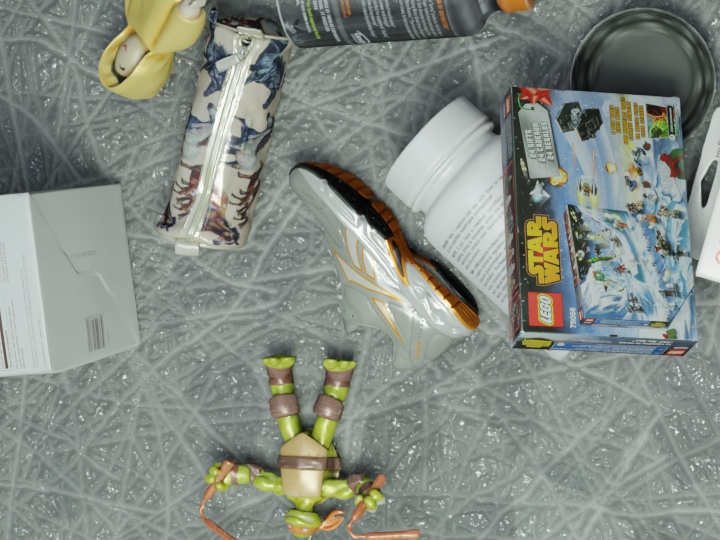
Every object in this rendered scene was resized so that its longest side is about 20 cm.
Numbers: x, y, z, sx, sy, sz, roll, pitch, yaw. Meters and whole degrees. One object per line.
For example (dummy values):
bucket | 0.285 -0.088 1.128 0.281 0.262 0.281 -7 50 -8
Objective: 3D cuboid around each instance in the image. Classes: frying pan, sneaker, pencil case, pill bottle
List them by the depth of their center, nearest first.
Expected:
pill bottle | 0.122 -0.036 1.576 0.200 0.113 0.114 43 104 8
frying pan | 0.244 -0.118 1.577 0.115 0.031 0.191 -35 89 16
pill bottle | 0.039 -0.235 1.586 0.198 0.106 0.107 -2 94 16
sneaker | 0.000 0.000 1.637 0.200 0.076 0.092 48 109 8
pencil case | -0.111 -0.111 1.648 0.077 0.089 0.201 18 100 16

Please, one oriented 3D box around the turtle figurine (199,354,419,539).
turtle figurine | -0.036 0.154 1.663 0.199 0.064 0.163 3 88 24

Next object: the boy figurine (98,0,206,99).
boy figurine | -0.169 -0.232 1.644 0.124 0.064 0.201 51 133 34

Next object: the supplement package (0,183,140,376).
supplement package | -0.316 0.012 1.663 0.198 0.191 0.148 -6 93 17

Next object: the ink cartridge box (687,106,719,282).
ink cartridge box | 0.344 -0.040 1.507 0.199 0.125 0.130 16 99 13

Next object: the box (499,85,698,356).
box | 0.177 -0.038 1.503 0.136 0.040 0.201 4 68 -10
